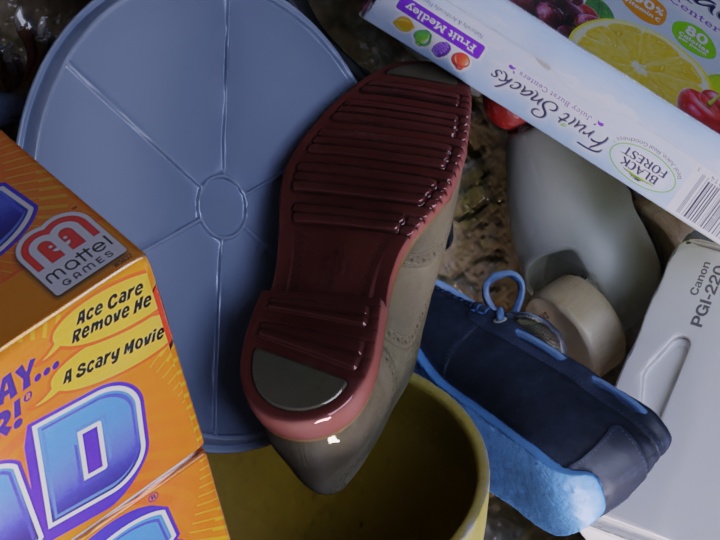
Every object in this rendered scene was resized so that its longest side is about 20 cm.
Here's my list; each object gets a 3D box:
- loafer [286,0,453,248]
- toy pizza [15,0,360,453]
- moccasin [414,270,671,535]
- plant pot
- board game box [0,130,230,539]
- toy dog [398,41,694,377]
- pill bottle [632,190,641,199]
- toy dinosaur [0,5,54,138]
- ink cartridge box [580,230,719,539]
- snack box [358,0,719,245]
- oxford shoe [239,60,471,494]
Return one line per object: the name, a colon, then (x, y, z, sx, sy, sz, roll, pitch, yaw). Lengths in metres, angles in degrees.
loafer: (-0.035, -0.076, 1.283, 0.070, 0.068, 0.201, -42, 104, -15)
toy pizza: (-0.066, -0.025, 1.198, 0.199, 0.032, 0.202, 6, 80, -40)
moccasin: (0.065, 0.054, 1.268, 0.068, 0.200, 0.081, -29, 130, -17)
plant pot: (-0.040, 0.146, 1.223, 0.199, 0.200, 0.143, -25, 126, -28)
board game box: (-0.191, 0.067, 1.060, 0.199, 0.200, 0.201, -34, 139, -20)
toy dog: (0.079, -0.041, 1.350, 0.131, 0.096, 0.201, -13, 81, -27)
pill bottle: (0.234, -0.078, 1.413, 0.199, 0.111, 0.111, -23, 101, -29)
toy dinosaur: (-0.200, -0.042, 1.163, 0.181, 0.105, 0.201, -35, 109, -22)
ink cartridge box: (0.177, 0.090, 1.337, 0.146, 0.084, 0.200, -66, 154, -14)
snack box: (0.113, -0.107, 1.264, 0.199, 0.053, 0.142, 32, 36, -2)
oxford shoe: (0.000, 0.000, 1.202, 0.075, 0.070, 0.201, 76, 31, -51)
